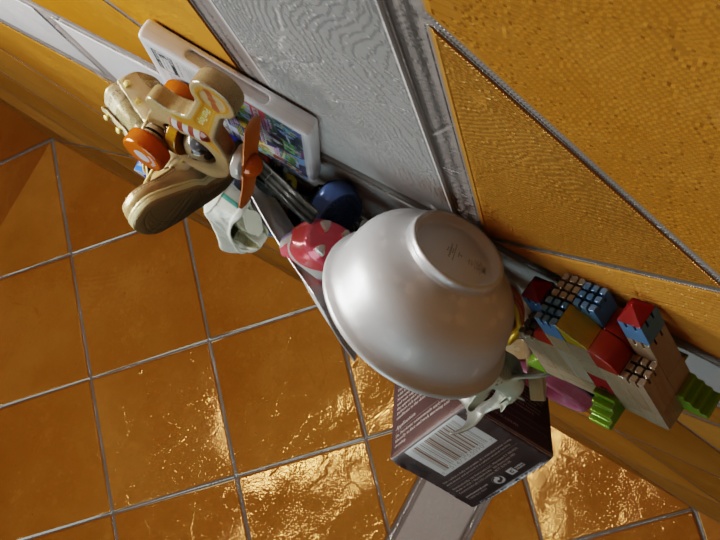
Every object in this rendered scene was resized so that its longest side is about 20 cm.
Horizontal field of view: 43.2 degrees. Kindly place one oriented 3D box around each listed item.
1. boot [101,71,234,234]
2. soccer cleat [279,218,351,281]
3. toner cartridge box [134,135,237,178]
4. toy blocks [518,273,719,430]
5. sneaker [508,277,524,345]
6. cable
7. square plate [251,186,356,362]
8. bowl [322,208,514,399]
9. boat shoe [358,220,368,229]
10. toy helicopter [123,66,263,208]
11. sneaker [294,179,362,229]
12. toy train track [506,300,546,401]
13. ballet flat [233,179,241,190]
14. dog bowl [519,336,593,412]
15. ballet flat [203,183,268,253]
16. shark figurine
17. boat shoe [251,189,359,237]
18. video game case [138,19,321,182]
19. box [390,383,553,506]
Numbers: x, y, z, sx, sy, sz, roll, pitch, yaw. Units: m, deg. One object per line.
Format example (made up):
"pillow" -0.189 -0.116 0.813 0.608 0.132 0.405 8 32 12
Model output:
"boot" -0.224 -0.130 0.962 0.156 0.073 0.200 48 -151 -2
"soccer cleat" 0.000 0.000 1.019 0.198 0.068 0.076 27 158 -34
"toner cartridge box" -0.228 -0.151 1.172 0.043 0.096 0.199 34 173 -30
"toy blocks" 0.214 0.063 0.836 0.199 0.100 0.137 24 160 50
"sneaker" 0.091 0.012 0.962 0.197 0.074 0.078 23 -149 -8
"cable" -0.091 -0.109 1.004 0.097 0.050 0.200 49 174 -22
"square plate" -0.066 -0.001 1.124 0.201 0.028 0.199 56 176 26
"bowl" 0.070 0.010 0.840 0.198 0.091 0.203 18 -138 -17
"boat shoe" 0.054 -0.008 1.118 0.072 0.060 0.199 36 172 -41
"toy helicopter" -0.136 -0.127 0.826 0.131 0.080 0.200 37 161 -9
"sneaker" -0.047 -0.070 1.072 0.079 0.069 0.200 59 165 14
"toy train track" 0.228 0.084 0.997 0.032 0.117 0.199 -6 179 -32
"ballet flat" -0.185 -0.131 1.226 0.071 0.073 0.199 32 169 -22
"dog bowl" 0.226 0.107 1.150 0.198 0.075 0.200 30 174 4
"ballet flat" -0.151 -0.056 1.160 0.069 0.070 0.200 29 168 11
"shark figurine" 0.150 0.111 1.027 0.125 0.091 0.215 -13 156 1
"boat shoe" -0.090 -0.082 1.233 0.197 0.073 0.072 18 165 21
"video game case" -0.121 -0.161 0.904 0.180 0.023 0.200 31 173 2
"box" 0.155 0.185 1.286 0.163 0.166 0.202 32 -142 -21
